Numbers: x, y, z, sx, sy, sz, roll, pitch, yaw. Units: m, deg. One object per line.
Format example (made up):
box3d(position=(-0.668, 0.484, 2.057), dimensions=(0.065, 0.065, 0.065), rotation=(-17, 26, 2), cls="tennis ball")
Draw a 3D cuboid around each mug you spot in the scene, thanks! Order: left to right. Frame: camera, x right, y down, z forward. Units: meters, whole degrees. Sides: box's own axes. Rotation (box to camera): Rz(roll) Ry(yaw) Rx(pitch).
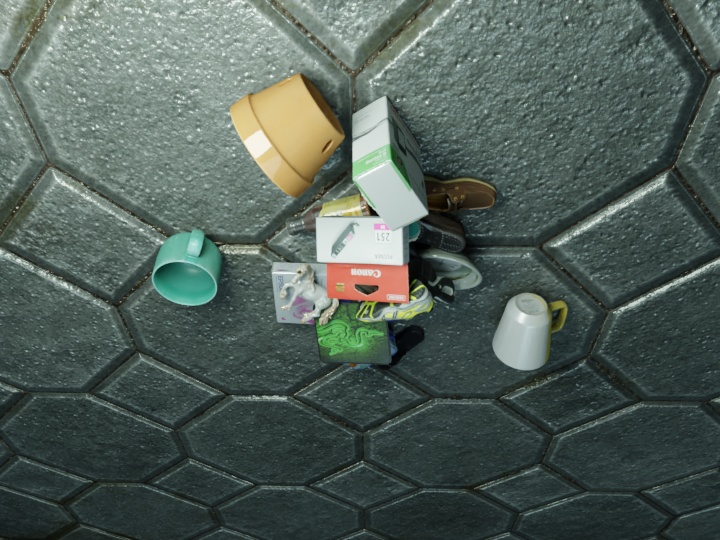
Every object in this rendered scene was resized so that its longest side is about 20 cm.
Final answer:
box3d(position=(-0.383, -0.018, 1.445), dimensions=(0.182, 0.116, 0.152), rotation=(-25, 131, 26), cls="mug")
box3d(position=(0.426, 0.132, 1.590), dimensions=(0.147, 0.186, 0.156), rotation=(23, 135, 25), cls="mug")

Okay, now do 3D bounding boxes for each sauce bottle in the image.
box3d(position=(-0.067, -0.116, 1.364), dimensions=(0.195, 0.067, 0.067), rotation=(-15, 136, 18), cls="sauce bottle")

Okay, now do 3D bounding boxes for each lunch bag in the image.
box3d(position=(0.003, 0.187, 1.666), dimensions=(0.158, 0.077, 0.199), rotation=(-31, 141, 26), cls="lunch bag")

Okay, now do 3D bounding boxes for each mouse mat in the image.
box3d(position=(-0.021, 0.158, 1.563), dimensions=(0.195, 0.008, 0.165), rotation=(-2, 106, 20), cls="mouse mat")

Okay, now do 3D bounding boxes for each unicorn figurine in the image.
box3d(position=(-0.130, 0.053, 1.498), dimensions=(0.137, 0.075, 0.198), rotation=(-42, 137, 23), cls="unicorn figurine")

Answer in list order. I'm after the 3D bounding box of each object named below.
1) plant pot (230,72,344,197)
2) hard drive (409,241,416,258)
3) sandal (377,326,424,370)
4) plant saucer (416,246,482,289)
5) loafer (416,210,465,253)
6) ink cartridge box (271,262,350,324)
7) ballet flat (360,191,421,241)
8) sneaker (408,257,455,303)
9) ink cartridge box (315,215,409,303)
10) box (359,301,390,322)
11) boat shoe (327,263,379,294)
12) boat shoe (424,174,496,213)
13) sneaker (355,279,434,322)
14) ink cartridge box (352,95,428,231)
box3d(position=(-0.121, -0.257, 1.135), dimensions=(0.139, 0.202, 0.200), rotation=(-35, 129, 12), cls="plant pot")
box3d(position=(0.024, -0.051, 1.406), dimensions=(0.133, 0.043, 0.198), rotation=(29, 153, -26), cls="hard drive")
box3d(position=(0.102, 0.223, 1.744), dimensions=(0.075, 0.044, 0.201), rotation=(22, 134, -20), cls="sandal")
box3d(position=(0.187, -0.013, 1.450), dimensions=(0.195, 0.051, 0.201), rotation=(11, 161, 4), cls="plant saucer")
box3d(position=(0.140, -0.103, 1.371), dimensions=(0.196, 0.072, 0.074), rotation=(25, 139, 1), cls="loafer")
box3d(position=(-0.120, 0.063, 1.580), dimensions=(0.194, 0.044, 0.199), rotation=(3, 137, 1), cls="ink cartridge box")
box3d(position=(0.048, -0.140, 1.300), dimensions=(0.071, 0.072, 0.202), rotation=(-31, 97, 32), cls="ballet flat")
box3d(position=(0.122, 0.033, 1.425), dimensions=(0.113, 0.078, 0.199), rotation=(-6, 156, 37), cls="sneaker")
box3d(position=(0.003, -0.022, 1.286), dimensions=(0.195, 0.043, 0.179), rotation=(3, 99, 25), cls="ink cartridge box")
box3d(position=(0.066, 0.068, 1.561), dimensions=(0.116, 0.042, 0.200), rotation=(-15, 148, 18), cls="box")
box3d(position=(0.000, 0.000, 1.400), dimensions=(0.071, 0.077, 0.199), rotation=(-25, 132, 31), cls="boat shoe")
box3d(position=(0.190, -0.150, 1.315), dimensions=(0.194, 0.069, 0.073), rotation=(5, 138, -4), cls="boat shoe")
box3d(position=(0.071, 0.084, 1.359), dimensions=(0.197, 0.077, 0.076), rotation=(-15, 134, 40), cls="sneaker")
box3d(position=(0.053, -0.202, 1.166), dimensions=(0.083, 0.203, 0.146), rotation=(-23, 133, 22), cls="ink cartridge box")
